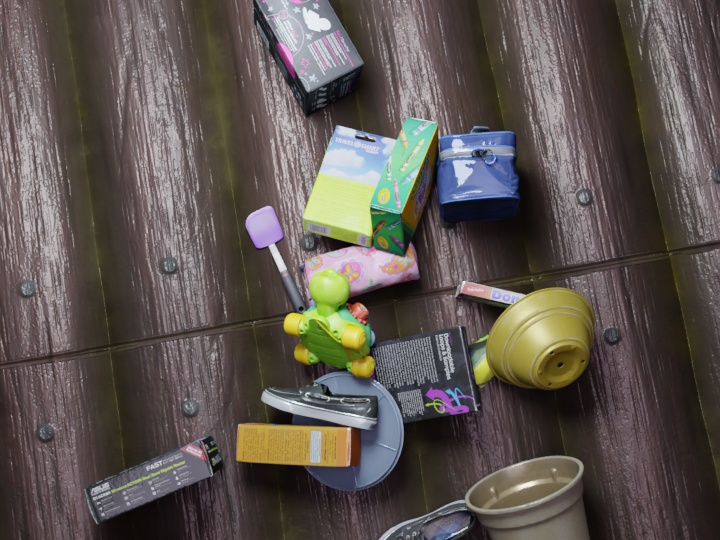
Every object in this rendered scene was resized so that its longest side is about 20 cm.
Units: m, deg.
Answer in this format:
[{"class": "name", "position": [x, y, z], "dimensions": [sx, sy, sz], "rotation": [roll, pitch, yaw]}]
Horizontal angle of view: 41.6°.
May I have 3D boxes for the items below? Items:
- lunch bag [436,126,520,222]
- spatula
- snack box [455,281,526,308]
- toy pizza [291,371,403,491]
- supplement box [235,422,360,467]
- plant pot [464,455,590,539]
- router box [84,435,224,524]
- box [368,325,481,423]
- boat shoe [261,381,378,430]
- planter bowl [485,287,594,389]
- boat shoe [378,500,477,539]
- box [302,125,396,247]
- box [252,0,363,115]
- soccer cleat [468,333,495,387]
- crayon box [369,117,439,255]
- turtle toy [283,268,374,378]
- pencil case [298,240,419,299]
[{"class": "lunch bag", "position": [0.196, -0.166, 1.591], "dimensions": [0.135, 0.200, 0.133], "rotation": [-3, 80, 3]}, {"class": "spatula", "position": [-0.141, -0.012, 1.653], "dimensions": [0.056, 0.021, 0.201], "rotation": [-24, 85, -6]}, {"class": "snack box", "position": [0.266, 0.054, 1.629], "dimensions": [0.199, 0.072, 0.024], "rotation": [13, 83, 0]}, {"class": "toy pizza", "position": [-0.021, 0.270, 1.597], "dimensions": [0.199, 0.032, 0.201], "rotation": [0, 89, 18]}, {"class": "supplement box", "position": [-0.103, 0.288, 1.567], "dimensions": [0.199, 0.067, 0.069], "rotation": [-2, 82, 16]}, {"class": "plant pot", "position": [0.294, 0.427, 1.536], "dimensions": [0.200, 0.200, 0.184], "rotation": [-20, 94, -4]}, {"class": "router box", "position": [-0.330, 0.336, 1.540], "dimensions": [0.199, 0.150, 0.062], "rotation": [-22, 84, -5]}, {"class": "box", "position": [0.093, 0.181, 1.589], "dimensions": [0.199, 0.036, 0.144], "rotation": [-13, 83, 23]}, {"class": "boat shoe", "position": [-0.065, 0.214, 1.565], "dimensions": [0.199, 0.069, 0.057], "rotation": [12, 89, 12]}, {"class": "planter bowl", "position": [0.313, 0.134, 1.559], "dimensions": [0.200, 0.084, 0.201], "rotation": [-9, 124, -13]}, {"class": "boat shoe", "position": [0.108, 0.447, 1.578], "dimensions": [0.199, 0.066, 0.070], "rotation": [-23, 84, -4]}, {"class": "box", "position": [-0.014, -0.147, 1.632], "dimensions": [0.122, 0.048, 0.201], "rotation": [15, 62, 5]}, {"class": "box", "position": [-0.092, -0.397, 1.647], "dimensions": [0.114, 0.132, 0.200], "rotation": [-28, 85, -8]}, {"class": "soccer cleat", "position": [0.221, 0.155, 1.629], "dimensions": [0.199, 0.065, 0.084], "rotation": [-16, 107, -6]}, {"class": "crayon box", "position": [0.076, -0.143, 1.589], "dimensions": [0.058, 0.119, 0.200], "rotation": [14, 59, 15]}, {"class": "turtle toy", "position": [-0.042, 0.085, 1.554], "dimensions": [0.145, 0.200, 0.101], "rotation": [11, 51, 24]}, {"class": "pencil case", "position": [0.000, 0.000, 1.625], "dimensions": [0.199, 0.087, 0.088], "rotation": [-16, 83, -4]}]
